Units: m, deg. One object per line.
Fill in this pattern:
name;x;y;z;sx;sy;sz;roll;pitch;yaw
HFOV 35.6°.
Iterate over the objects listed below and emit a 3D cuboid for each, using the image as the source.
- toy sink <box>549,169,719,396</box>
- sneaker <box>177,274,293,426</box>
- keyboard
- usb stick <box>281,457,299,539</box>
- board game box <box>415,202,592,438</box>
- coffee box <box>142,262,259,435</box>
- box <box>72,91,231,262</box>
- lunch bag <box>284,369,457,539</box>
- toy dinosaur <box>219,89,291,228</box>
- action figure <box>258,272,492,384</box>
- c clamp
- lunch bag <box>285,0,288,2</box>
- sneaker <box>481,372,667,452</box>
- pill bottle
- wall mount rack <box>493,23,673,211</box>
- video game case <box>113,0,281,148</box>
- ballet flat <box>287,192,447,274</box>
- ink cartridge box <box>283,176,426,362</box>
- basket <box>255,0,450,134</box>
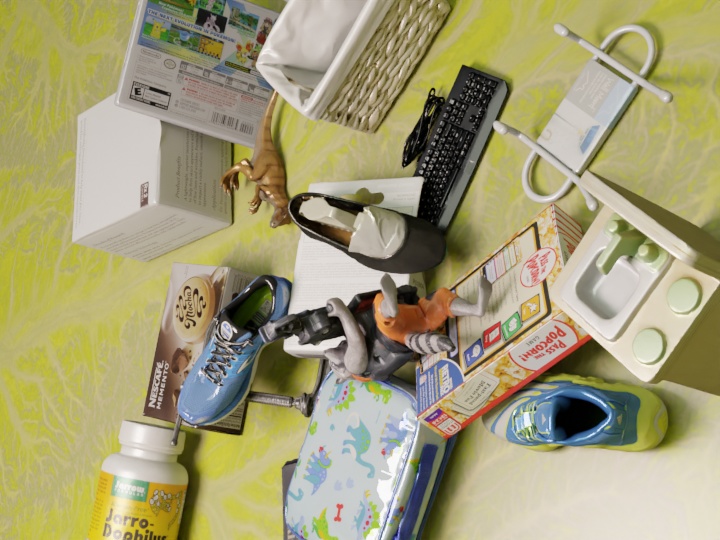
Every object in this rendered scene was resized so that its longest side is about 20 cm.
toy sink;0.246;0.019;0.921;0.130;0.199;0.113;45;109;41
sneaker;-0.150;0.085;1.279;0.078;0.089;0.201;30;83;22
keyboard;0.082;-0.132;1.241;0.104;0.039;0.201;30;99;44
usb stick;-0.065;0.312;1.260;0.055;0.032;0.202;-18;66;39
board game box;0.135;0.049;1.089;0.200;0.046;0.152;-40;29;30
coffee box;-0.194;0.098;1.415;0.112;0.079;0.202;5;82;42
box;-0.286;-0.140;1.541;0.199;0.130;0.201;-18;65;40
lunch bag;0.011;0.212;1.179;0.160;0.082;0.202;18;91;47
toy dinosaur;-0.126;-0.138;1.448;0.105;0.060;0.202;-15;71;15
action figure;0.011;0.065;1.088;0.193;0.199;0.105;-42;65;55
c clamp;-0.120;0.126;1.322;0.198;0.027;0.173;0;74;16
lunch bag;-0.079;-0.420;1.369;0.127;0.199;0.171;32;101;44
sneaker;0.174;0.126;1.026;0.199;0.105;0.077;-8;75;43
pill bottle;-0.280;0.296;1.419;0.112;0.112;0.202;4;80;45
wall mount rack;0.221;-0.145;1.083;0.174;0.074;0.201;46;111;41
video game case;-0.202;-0.273;1.452;0.022;0.198;0.184;5;81;64
ballet flat;-0.002;-0.043;1.207;0.199;0.068;0.069;15;82;36
ink cartridge box;0.000;0.000;1.264;0.161;0.050;0.202;-1;72;33
basket;-0.006;-0.276;1.310;0.201;0.123;0.136;-57;47;17
